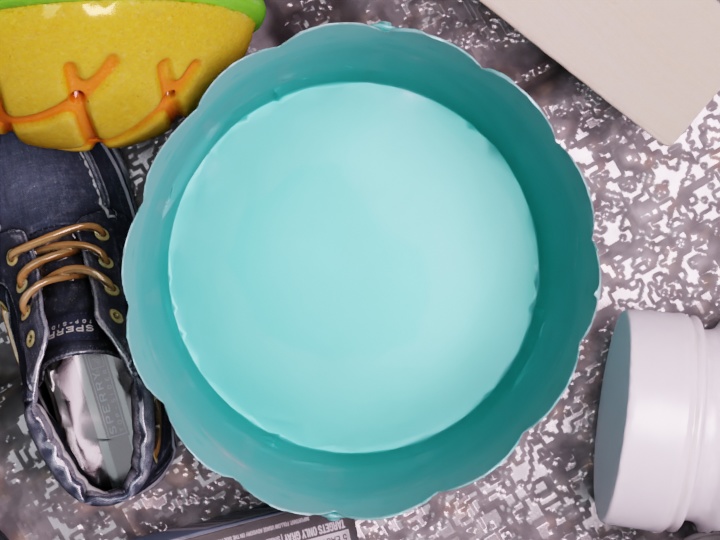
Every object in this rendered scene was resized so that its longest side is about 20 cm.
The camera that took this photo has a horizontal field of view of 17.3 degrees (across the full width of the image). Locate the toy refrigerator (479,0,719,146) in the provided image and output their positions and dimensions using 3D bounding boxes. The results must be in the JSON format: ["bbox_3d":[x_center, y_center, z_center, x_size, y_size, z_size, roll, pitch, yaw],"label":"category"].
[{"bbox_3d":[0.073,-0.141,0.999,0.200,0.076,0.070,33,102,-32],"label":"toy refrigerator"}]

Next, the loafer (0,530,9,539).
[{"bbox_3d":[-0.141,0.177,1.050,0.200,0.072,0.073,38,89,-2],"label":"loafer"}]

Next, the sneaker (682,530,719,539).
[{"bbox_3d":[0.175,0.180,0.996,0.060,0.104,0.200,-33,133,18],"label":"sneaker"}]

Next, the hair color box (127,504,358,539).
[{"bbox_3d":[-0.039,0.206,1.035,0.099,0.061,0.200,-11,89,-35],"label":"hair color box"}]

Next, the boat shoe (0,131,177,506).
[{"bbox_3d":[-0.126,0.005,1.038,0.071,0.091,0.200,-18,91,-1],"label":"boat shoe"}]

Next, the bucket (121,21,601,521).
[{"bbox_3d":[0.000,0.000,1.019,0.207,0.135,0.207,0,92,-1],"label":"bucket"}]

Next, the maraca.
[{"bbox_3d":[-0.136,-0.103,0.988,0.200,0.137,0.107,-2,80,-29],"label":"maraca"}]

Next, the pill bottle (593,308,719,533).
[{"bbox_3d":[0.208,0.074,1.036,0.200,0.114,0.114,7,91,-1],"label":"pill bottle"}]
